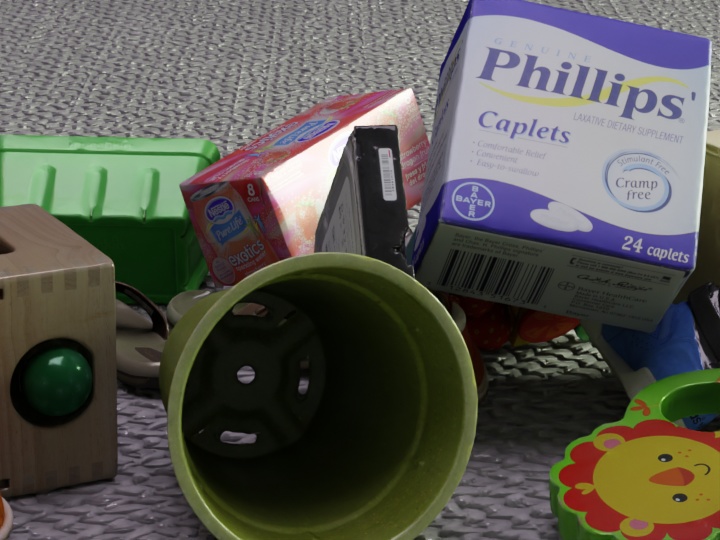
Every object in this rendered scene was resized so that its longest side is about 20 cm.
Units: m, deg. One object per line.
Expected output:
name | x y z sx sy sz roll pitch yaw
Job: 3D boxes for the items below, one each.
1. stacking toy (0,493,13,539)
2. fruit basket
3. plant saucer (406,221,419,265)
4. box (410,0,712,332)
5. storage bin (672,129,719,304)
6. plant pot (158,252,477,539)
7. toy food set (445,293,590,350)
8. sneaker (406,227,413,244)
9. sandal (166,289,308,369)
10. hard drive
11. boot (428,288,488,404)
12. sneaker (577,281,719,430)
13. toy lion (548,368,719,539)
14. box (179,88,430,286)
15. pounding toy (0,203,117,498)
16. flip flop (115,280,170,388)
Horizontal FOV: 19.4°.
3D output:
stacking toy | -0.288 0.081 1.286 0.146 0.200 0.146 1 17 0
fruit basket | -0.219 -0.057 1.837 0.215 0.156 0.216 1 36 -1
plant saucer | 0.054 0.007 1.644 0.019 0.070 0.200 27 -1 12
box | 0.144 -0.078 1.508 0.184 0.105 0.200 11 61 -4
storage bin | 0.320 0.004 1.562 0.094 0.200 0.199 -9 21 -27
plant pot | -0.051 0.078 1.375 0.200 0.200 0.190 -5 8 -18
toy food set | 0.153 -0.002 1.642 0.198 0.200 0.049 -12 57 -19
sneaker | -0.003 -0.020 1.825 0.083 0.081 0.200 -15 17 -9
sandal | -0.071 0.036 1.670 0.201 0.057 0.080 11 21 29
hard drive | 0.000 0.000 1.506 0.038 0.140 0.200 -2 -21 -10
boot | 0.057 0.053 1.552 0.075 0.107 0.200 -1 16 2
sneaker | 0.234 0.048 1.557 0.111 0.077 0.200 -34 23 4
toy lion | 0.219 0.129 1.375 0.192 0.069 0.200 -4 29 5
box | -0.038 -0.070 1.736 0.103 0.095 0.200 -2 23 44
pounding toy | -0.250 0.048 1.417 0.142 0.184 0.200 -9 21 -27
flip flop | -0.189 0.040 1.648 0.081 0.058 0.200 -10 21 -30
